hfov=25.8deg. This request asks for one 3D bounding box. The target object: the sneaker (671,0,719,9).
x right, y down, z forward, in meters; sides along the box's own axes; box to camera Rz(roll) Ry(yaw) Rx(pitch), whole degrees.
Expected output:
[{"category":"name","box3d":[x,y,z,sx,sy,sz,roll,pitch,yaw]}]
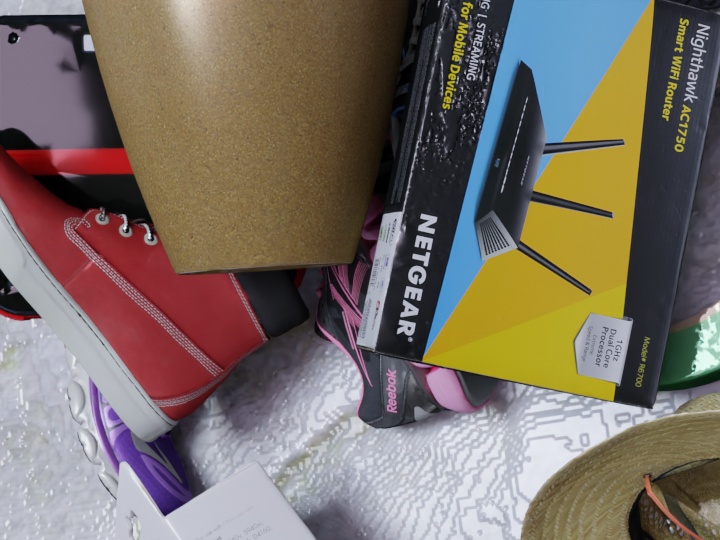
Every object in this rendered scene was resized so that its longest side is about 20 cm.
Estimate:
[{"category":"sneaker","box3d":[0.137,-0.223,0.871,0.199,0.072,0.083,31,59,8]}]

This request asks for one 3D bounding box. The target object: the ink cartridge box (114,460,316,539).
[{"category":"ink cartridge box","box3d":[-0.055,0.190,0.873,0.066,0.116,0.200,-28,66,-27]}]

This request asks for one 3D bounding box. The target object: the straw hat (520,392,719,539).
[{"category":"straw hat","box3d":[0.182,0.111,0.796,0.199,0.202,0.085,-14,36,22]}]

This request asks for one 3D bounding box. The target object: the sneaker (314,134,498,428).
[{"category":"sneaker","box3d":[0.000,0.000,0.903,0.095,0.079,0.201,-28,78,34]}]

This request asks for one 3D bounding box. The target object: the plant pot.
[{"category":"plant pot","box3d":[-0.054,-0.101,0.808,0.185,0.186,0.202,-4,90,24]}]

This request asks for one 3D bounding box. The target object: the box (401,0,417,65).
[{"category":"box","box3d":[-0.018,-0.183,0.957,0.199,0.036,0.144,25,95,26]}]

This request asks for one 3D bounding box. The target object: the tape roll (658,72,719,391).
[{"category":"tape roll","box3d":[0.156,-0.036,0.851,0.199,0.048,0.203,-3,82,23]}]

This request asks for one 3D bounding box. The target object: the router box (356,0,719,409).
[{"category":"router box","box3d":[0.091,-0.044,0.788,0.148,0.051,0.202,11,88,-11]}]

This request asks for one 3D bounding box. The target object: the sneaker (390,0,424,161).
[{"category":"sneaker","box3d":[0.050,-0.110,0.850,0.071,0.072,0.202,-9,70,38]}]

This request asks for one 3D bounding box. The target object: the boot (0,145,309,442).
[{"category":"boot","box3d":[-0.123,-0.024,0.874,0.144,0.072,0.200,-38,104,1]}]

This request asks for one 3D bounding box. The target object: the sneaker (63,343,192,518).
[{"category":"sneaker","box3d":[-0.133,0.056,0.957,0.083,0.081,0.202,-17,80,9]}]

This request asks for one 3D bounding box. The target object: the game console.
[{"category":"game console","box3d":[-0.131,-0.059,0.918,0.198,0.031,0.179,-1,96,-3]}]
